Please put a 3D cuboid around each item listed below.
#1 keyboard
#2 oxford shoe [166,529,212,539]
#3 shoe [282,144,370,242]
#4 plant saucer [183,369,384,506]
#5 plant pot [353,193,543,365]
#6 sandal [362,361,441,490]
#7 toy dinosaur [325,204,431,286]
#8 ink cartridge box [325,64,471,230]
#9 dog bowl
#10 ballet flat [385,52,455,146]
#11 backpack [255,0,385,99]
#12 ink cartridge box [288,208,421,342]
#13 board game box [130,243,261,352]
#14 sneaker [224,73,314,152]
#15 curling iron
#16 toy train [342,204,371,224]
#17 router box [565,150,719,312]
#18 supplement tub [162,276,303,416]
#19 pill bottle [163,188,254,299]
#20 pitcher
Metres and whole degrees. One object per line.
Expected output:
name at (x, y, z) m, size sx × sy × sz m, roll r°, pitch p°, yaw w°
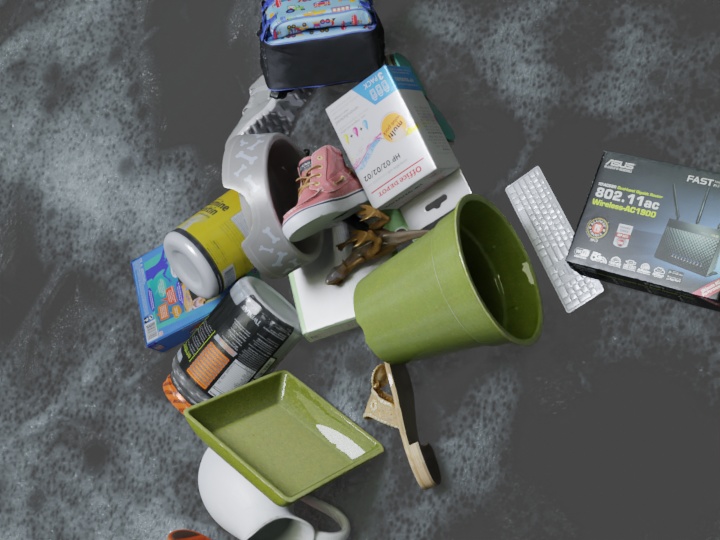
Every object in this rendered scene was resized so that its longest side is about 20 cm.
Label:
keyboard at (0.249, -0.042, 1.461) m, size 0.056 × 0.011 × 0.200 m, roll -32°, pitch 61°, yaw 19°
oxford shoe at (-0.193, 0.431, 1.555) m, size 0.200 × 0.071 × 0.073 m, roll 24°, pitch 108°, yaw 38°
shoe at (-0.060, -0.103, 1.475) m, size 0.071 × 0.200 × 0.091 m, roll -36°, pitch 86°, yaw 30°
plant saucer at (-0.103, 0.228, 1.487) m, size 0.200 × 0.199 × 0.048 m, roll 34°, pitch 121°, yaw 28°
plant pot at (0.098, 0.031, 1.426) m, size 0.190 × 0.200 × 0.201 m, roll -24°, pitch 64°, yaw 29°
sandal at (0.037, 0.190, 1.476) m, size 0.069 × 0.078 × 0.212 m, roll -24°, pitch 69°, yaw 16°
toy dinosaur at (0.035, -0.041, 1.514) m, size 0.200 × 0.106 × 0.061 m, roll -20°, pitch 56°, yaw 16°
ink cartridge box at (0.051, -0.159, 1.513) m, size 0.115 × 0.068 × 0.200 m, roll -33°, pitch 77°, yaw 32°
dog bowl at (-0.109, -0.092, 1.507) m, size 0.059 × 0.200 × 0.201 m, roll -14°, pitch 68°, yaw 21°
ballet flat at (0.073, -0.226, 1.598) m, size 0.062 × 0.067 × 0.200 m, roll -45°, pitch 48°, yaw 24°
backpack at (-0.061, -0.355, 1.635) m, size 0.182 × 0.135 × 0.200 m, roll -7°, pitch 40°, yaw 0°
ink cartridge box at (0.000, 0.000, 1.577) m, size 0.199 × 0.048 × 0.146 m, roll -18°, pitch 66°, yaw 8°
board game box at (-0.250, 0.015, 1.721) m, size 0.200 × 0.045 × 0.152 m, roll -26°, pitch 63°, yaw 22°
sneaker at (-0.143, -0.248, 1.731) m, size 0.082 × 0.075 × 0.200 m, roll 33°, pitch 81°, yaw 40°
curling iron at (-0.043, -0.105, 1.587) m, size 0.200 × 0.026 × 0.050 m, roll 45°, pitch 118°, yaw 24°
toy train at (-0.019, -0.152, 1.629) m, size 0.200 × 0.056 × 0.150 m, roll -41°, pitch 59°, yaw 14°
router box at (0.365, -0.049, 1.356) m, size 0.200 × 0.062 × 0.150 m, roll 16°, pitch 81°, yaw 31°
supplement tub at (-0.181, 0.117, 1.601) m, size 0.200 × 0.122 × 0.123 m, roll -49°, pitch 57°, yaw 10°
pill bottle at (-0.174, -0.056, 1.617) m, size 0.112 × 0.112 × 0.200 m, roll 32°, pitch 57°, yaw 34°
pitcher at (-0.119, 0.306, 1.513) m, size 0.200 × 0.171 × 0.122 m, roll 48°, pitch 128°, yaw 52°
